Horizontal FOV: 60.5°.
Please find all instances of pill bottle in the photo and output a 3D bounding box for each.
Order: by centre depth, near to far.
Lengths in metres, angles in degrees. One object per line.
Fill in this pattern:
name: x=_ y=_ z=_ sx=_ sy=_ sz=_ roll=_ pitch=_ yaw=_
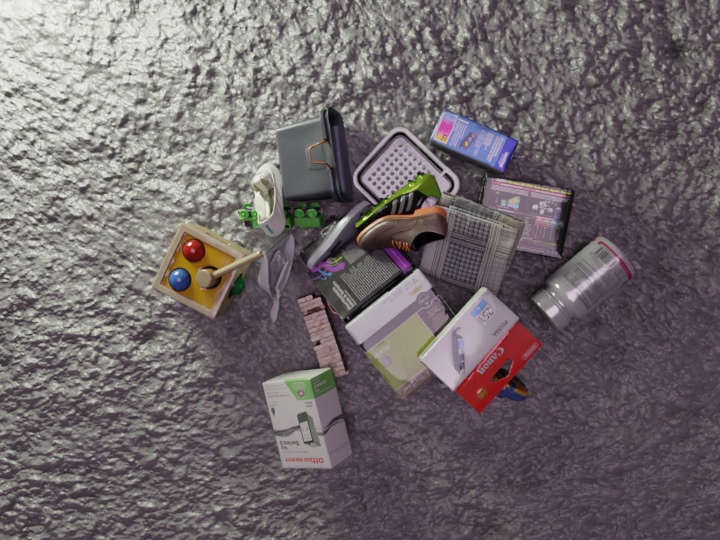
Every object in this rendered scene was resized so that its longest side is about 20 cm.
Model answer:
pill bottle: x=0.471 y=0.031 z=1.321 sx=0.200 sy=0.113 sz=0.114 roll=-40 pitch=90 yaw=5

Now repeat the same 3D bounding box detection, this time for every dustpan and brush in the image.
dustpan and brush: x=-0.187 y=0.030 z=1.374 sx=0.057 sy=0.140 sz=0.201 roll=27 pitch=119 yaw=7

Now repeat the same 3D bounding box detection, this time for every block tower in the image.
block tower: x=-0.082 y=0.149 z=1.391 sx=0.054 sy=0.058 sz=0.201 roll=-19 pitch=93 yaw=5

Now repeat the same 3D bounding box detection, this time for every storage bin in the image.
storage bin: x=-0.105 y=-0.237 z=1.339 sx=0.133 sy=0.146 sz=0.202 roll=-8 pitch=92 yaw=14

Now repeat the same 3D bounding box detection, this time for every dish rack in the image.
dish rack: x=0.101 y=-0.196 z=1.368 sx=0.200 sy=0.044 sz=0.172 roll=43 pitch=95 yaw=0

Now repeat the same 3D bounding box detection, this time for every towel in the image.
towel: x=0.230 y=-0.051 z=1.315 sx=0.192 sy=0.035 sz=0.201 roll=23 pitch=120 yaw=17

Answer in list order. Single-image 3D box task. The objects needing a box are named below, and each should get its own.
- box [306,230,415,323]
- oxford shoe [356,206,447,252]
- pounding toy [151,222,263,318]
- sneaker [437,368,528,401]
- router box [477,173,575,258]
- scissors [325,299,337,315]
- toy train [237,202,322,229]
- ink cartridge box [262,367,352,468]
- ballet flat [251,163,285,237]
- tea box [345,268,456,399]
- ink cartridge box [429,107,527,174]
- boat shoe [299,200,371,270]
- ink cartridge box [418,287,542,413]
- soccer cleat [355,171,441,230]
box: x=0.000 y=0.000 z=1.345 sx=0.200 sy=0.036 sz=0.143 roll=-37 pitch=65 yaw=-6
oxford shoe: x=0.085 y=-0.072 z=1.285 sx=0.199 sy=0.071 sz=0.073 roll=-17 pitch=54 yaw=19
pounding toy: x=-0.324 y=-0.003 z=1.354 sx=0.199 sy=0.142 sz=0.185 roll=27 pitch=95 yaw=2
sneaker: x=0.269 y=0.255 z=1.374 sx=0.199 sy=0.075 sz=0.089 roll=21 pitch=106 yaw=9
router box: x=0.351 y=-0.117 z=1.346 sx=0.199 sy=0.062 sz=0.151 roll=11 pitch=95 yaw=3
scissors: x=-0.023 y=0.125 z=1.409 sx=0.073 sy=0.014 sz=0.201 roll=-18 pitch=93 yaw=2
toy train: x=-0.178 y=-0.120 z=1.380 sx=0.199 sy=0.042 sz=0.057 roll=0 pitch=125 yaw=13
ink cartridge box: x=-0.117 y=0.327 z=1.360 sx=0.145 sy=0.084 sz=0.201 roll=-12 pitch=92 yaw=35
ballet flat: x=-0.203 y=-0.166 z=1.331 sx=0.069 sy=0.070 sz=0.201 roll=-16 pitch=59 yaw=4
tea box: x=0.104 y=0.131 z=1.335 sx=0.200 sy=0.134 sz=0.197 roll=-37 pitch=90 yaw=2
ink cartridge box: x=0.251 y=-0.263 z=1.308 sx=0.199 sy=0.136 sz=0.077 roll=26 pitch=99 yaw=2
boat shoe: x=-0.059 y=-0.088 z=1.377 sx=0.200 sy=0.070 sz=0.066 roll=-49 pitch=65 yaw=9
ink cartridge box: x=0.247 y=0.165 z=1.249 sx=0.176 sy=0.045 sz=0.200 roll=42 pitch=90 yaw=-2
soccer cleat: x=0.083 y=-0.132 z=1.321 sx=0.199 sy=0.068 sz=0.081 roll=-33 pitch=103 yaw=5
